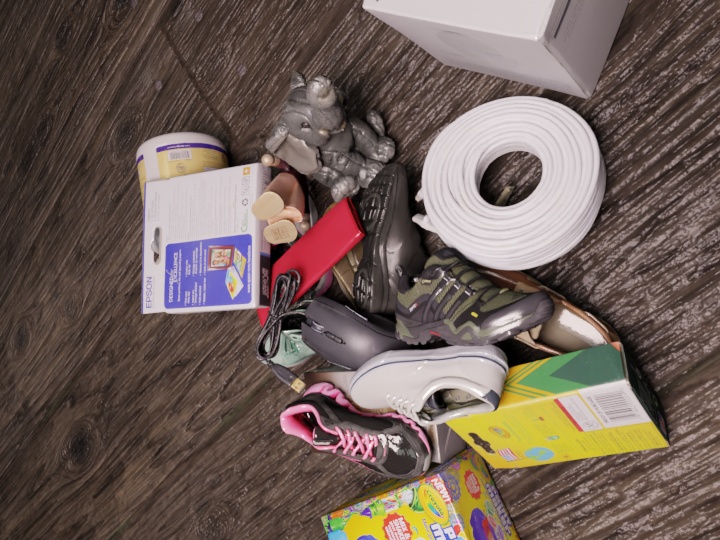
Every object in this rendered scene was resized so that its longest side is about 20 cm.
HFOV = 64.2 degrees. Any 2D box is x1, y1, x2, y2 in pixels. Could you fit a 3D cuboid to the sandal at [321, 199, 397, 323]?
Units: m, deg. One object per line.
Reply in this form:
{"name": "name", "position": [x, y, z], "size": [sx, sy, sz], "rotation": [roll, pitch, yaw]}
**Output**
{"name": "sandal", "position": [0.000, 0.000, 0.795], "size": [0.080, 0.054, 0.201], "rotation": [-25, 87, -12]}

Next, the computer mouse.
{"name": "computer mouse", "position": [-0.045, 0.100, 0.709], "size": [0.199, 0.046, 0.141], "rotation": [27, 103, 14]}

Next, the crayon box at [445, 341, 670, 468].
{"name": "crayon box", "position": [0.204, 0.153, 0.617], "size": [0.199, 0.127, 0.051], "rotation": [-21, 37, 32]}

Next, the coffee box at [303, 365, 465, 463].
{"name": "coffee box", "position": [0.029, 0.184, 0.764], "size": [0.199, 0.079, 0.116], "rotation": [-9, 86, 34]}

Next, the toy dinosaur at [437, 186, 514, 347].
{"name": "toy dinosaur", "position": [0.140, -0.002, 0.707], "size": [0.087, 0.047, 0.202], "rotation": [3, 92, 19]}

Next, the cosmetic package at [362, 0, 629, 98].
{"name": "cosmetic package", "position": [0.148, -0.284, 0.602], "size": [0.198, 0.199, 0.124], "rotation": [26, 103, 31]}

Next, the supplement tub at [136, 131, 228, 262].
{"name": "supplement tub", "position": [-0.276, -0.105, 0.928], "size": [0.144, 0.145, 0.202], "rotation": [-14, 83, 34]}

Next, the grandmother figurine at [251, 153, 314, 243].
{"name": "grandmother figurine", "position": [-0.095, -0.111, 0.791], "size": [0.060, 0.201, 0.122], "rotation": [-8, 122, 11]}

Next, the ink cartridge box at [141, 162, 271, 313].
{"name": "ink cartridge box", "position": [-0.219, -0.040, 0.814], "size": [0.198, 0.047, 0.200], "rotation": [-4, 82, 25]}

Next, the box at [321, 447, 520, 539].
{"name": "box", "position": [0.088, 0.354, 0.703], "size": [0.192, 0.122, 0.201], "rotation": [-33, 73, 29]}

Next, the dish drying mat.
{"name": "dish drying mat", "position": [-0.074, -0.009, 0.766], "size": [0.200, 0.018, 0.077], "rotation": [-43, 51, 23]}

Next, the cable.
{"name": "cable", "position": [0.167, -0.102, 0.644], "size": [0.200, 0.069, 0.201], "rotation": [39, 92, 31]}

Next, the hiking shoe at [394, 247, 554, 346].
{"name": "hiking shoe", "position": [0.105, 0.025, 0.607], "size": [0.199, 0.075, 0.102], "rotation": [-10, 91, 46]}

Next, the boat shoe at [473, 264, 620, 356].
{"name": "boat shoe", "position": [0.191, 0.046, 0.632], "size": [0.199, 0.072, 0.076], "rotation": [24, 92, 18]}

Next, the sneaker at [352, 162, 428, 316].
{"name": "sneaker", "position": [0.044, -0.036, 0.741], "size": [0.076, 0.090, 0.202], "rotation": [-150, 65, -64]}

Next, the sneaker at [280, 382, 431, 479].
{"name": "sneaker", "position": [-0.014, 0.201, 0.689], "size": [0.199, 0.095, 0.080], "rotation": [14, 97, 32]}

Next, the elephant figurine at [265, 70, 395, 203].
{"name": "elephant figurine", "position": [-0.053, -0.189, 0.731], "size": [0.154, 0.200, 0.143], "rotation": [-26, 57, 26]}

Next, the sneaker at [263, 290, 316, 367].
{"name": "sneaker", "position": [-0.097, 0.084, 0.819], "size": [0.199, 0.118, 0.074], "rotation": [-20, 62, 30]}

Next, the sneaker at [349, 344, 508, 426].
{"name": "sneaker", "position": [0.062, 0.129, 0.623], "size": [0.199, 0.071, 0.073], "rotation": [-21, 120, 36]}

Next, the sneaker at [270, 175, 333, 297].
{"name": "sneaker", "position": [-0.107, -0.056, 0.849], "size": [0.080, 0.086, 0.201], "rotation": [-35, 72, 28]}
